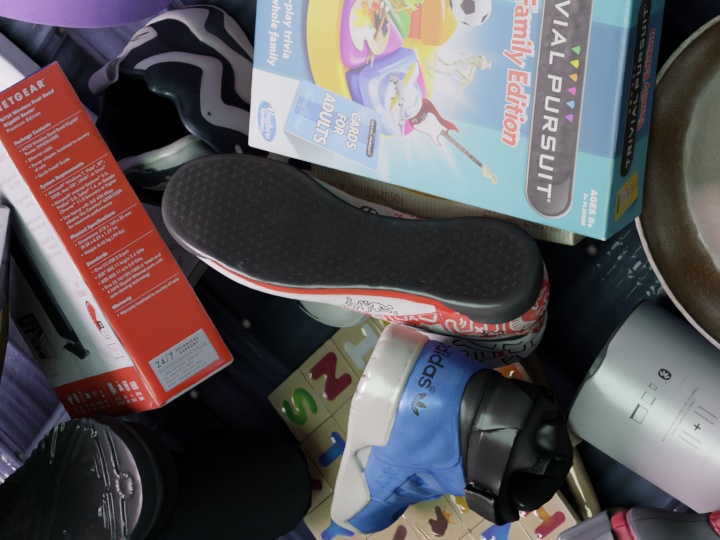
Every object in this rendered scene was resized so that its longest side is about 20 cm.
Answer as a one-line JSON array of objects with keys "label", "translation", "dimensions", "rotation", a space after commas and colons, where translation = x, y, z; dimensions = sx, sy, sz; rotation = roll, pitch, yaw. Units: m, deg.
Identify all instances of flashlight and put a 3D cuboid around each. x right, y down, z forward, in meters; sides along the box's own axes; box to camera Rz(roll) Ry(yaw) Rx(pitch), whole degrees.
[{"label": "flashlight", "translation": [0.196, 0.115, 1.306], "dimensions": [0.200, 0.068, 0.068], "rotation": [-28, 80, 11]}]

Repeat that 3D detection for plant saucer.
[{"label": "plant saucer", "translation": [0.226, -0.039, 1.285], "dimensions": [0.200, 0.032, 0.201], "rotation": [10, 114, 24]}]

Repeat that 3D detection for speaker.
[{"label": "speaker", "translation": [0.208, 0.100, 1.378], "dimensions": [0.200, 0.081, 0.081], "rotation": [32, 121, 13]}]

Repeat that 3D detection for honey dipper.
[{"label": "honey dipper", "translation": [0.107, 0.085, 1.457], "dimensions": [0.038, 0.038, 0.200], "rotation": [-19, 96, 32]}]

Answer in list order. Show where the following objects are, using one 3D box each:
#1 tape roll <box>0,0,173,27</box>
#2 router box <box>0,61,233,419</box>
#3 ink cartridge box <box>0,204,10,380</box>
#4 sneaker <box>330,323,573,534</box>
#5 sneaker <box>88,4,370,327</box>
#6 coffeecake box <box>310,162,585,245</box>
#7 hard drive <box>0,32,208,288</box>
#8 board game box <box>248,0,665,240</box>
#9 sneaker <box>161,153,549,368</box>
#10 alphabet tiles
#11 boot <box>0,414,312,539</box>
[{"label": "tape roll", "translation": [-0.178, -0.205, 1.392], "dimensions": [0.200, 0.200, 0.066], "rotation": [30, 120, 15]}, {"label": "router box", "translation": [-0.158, -0.009, 1.454], "dimensions": [0.180, 0.049, 0.200], "rotation": [59, 161, -4]}, {"label": "ink cartridge box", "translation": [-0.220, 0.091, 1.445], "dimensions": [0.047, 0.200, 0.198], "rotation": [7, 157, -6]}, {"label": "sneaker", "translation": [0.050, 0.102, 1.406], "dimensions": [0.111, 0.077, 0.200], "rotation": [22, 152, 7]}, {"label": "sneaker", "translation": [-0.075, -0.043, 1.439], "dimensions": [0.079, 0.130, 0.199], "rotation": [-27, 92, 35]}, {"label": "coffeecake box", "translation": [0.057, -0.129, 1.373], "dimensions": [0.153, 0.073, 0.200], "rotation": [11, 114, 26]}, {"label": "hard drive", "translation": [-0.184, -0.038, 1.566], "dimensions": [0.200, 0.027, 0.132], "rotation": [41, 123, 8]}, {"label": "board game box", "translation": [0.045, -0.114, 1.311], "dimensions": [0.200, 0.047, 0.151], "rotation": [16, 116, 25]}, {"label": "sneaker", "translation": [0.000, 0.001, 1.391], "dimensions": [0.201, 0.108, 0.067], "rotation": [12, 72, 13]}, {"label": "alphabet tiles", "translation": [0.032, 0.103, 1.496], "dimensions": [0.167, 0.006, 0.200], "rotation": [55, 130, 10]}, {"label": "boot", "translation": [-0.097, 0.116, 1.470], "dimensions": [0.200, 0.168, 0.077], "rotation": [-32, 71, 56]}]
